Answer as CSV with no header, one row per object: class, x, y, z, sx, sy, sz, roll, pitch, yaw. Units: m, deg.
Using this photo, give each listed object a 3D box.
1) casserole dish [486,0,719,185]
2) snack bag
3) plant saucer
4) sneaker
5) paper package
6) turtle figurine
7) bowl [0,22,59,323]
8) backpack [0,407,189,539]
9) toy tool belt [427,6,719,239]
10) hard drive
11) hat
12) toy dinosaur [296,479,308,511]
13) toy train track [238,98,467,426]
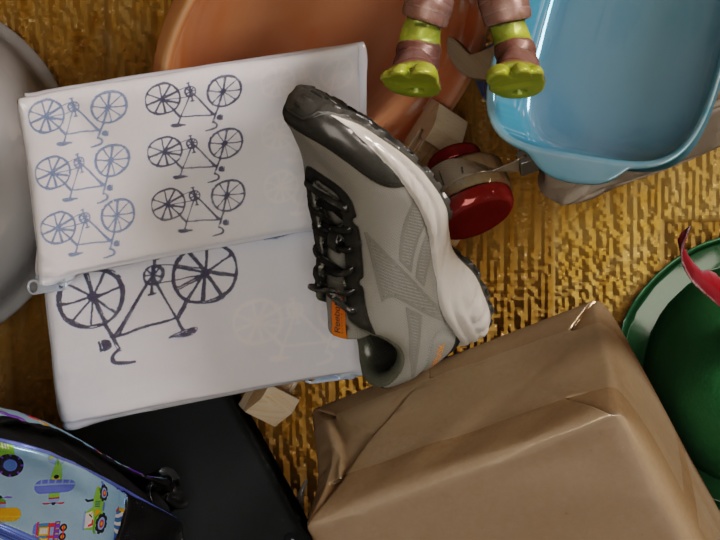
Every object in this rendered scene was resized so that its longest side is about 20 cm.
casserole dish,0.137,-0.133,1.263,0.120,0.039,0.201,11,77,24
snack bag,-0.081,-0.014,1.309,0.187,0.021,0.201,-10,117,-18
plant saucer,-0.023,-0.125,1.331,0.199,0.037,0.201,-20,135,-21
sneaker,0.005,-0.013,1.286,0.079,0.074,0.201,-40,133,-14
paper package,0.092,0.146,1.363,0.190,0.104,0.201,-22,122,14
turtle figurine,0.041,-0.169,1.247,0.199,0.064,0.162,4,78,-13
bowl,-0.248,-0.056,1.334,0.200,0.090,0.203,1,86,-8
backpack,-0.207,0.134,1.301,0.181,0.200,0.135,12,77,22
toy tool belt,0.112,-0.105,1.352,0.199,0.125,0.123,-21,67,-3
hard drive,-0.136,0.150,1.402,0.199,0.033,0.140,-34,66,7
hat,0.220,0.073,1.348,0.199,0.176,0.167,22,101,-5
toy dinosaur,-0.087,0.205,1.429,0.199,0.103,0.077,-20,135,20
toy train track,0.000,0.000,1.374,0.114,0.033,0.201,29,96,-36
